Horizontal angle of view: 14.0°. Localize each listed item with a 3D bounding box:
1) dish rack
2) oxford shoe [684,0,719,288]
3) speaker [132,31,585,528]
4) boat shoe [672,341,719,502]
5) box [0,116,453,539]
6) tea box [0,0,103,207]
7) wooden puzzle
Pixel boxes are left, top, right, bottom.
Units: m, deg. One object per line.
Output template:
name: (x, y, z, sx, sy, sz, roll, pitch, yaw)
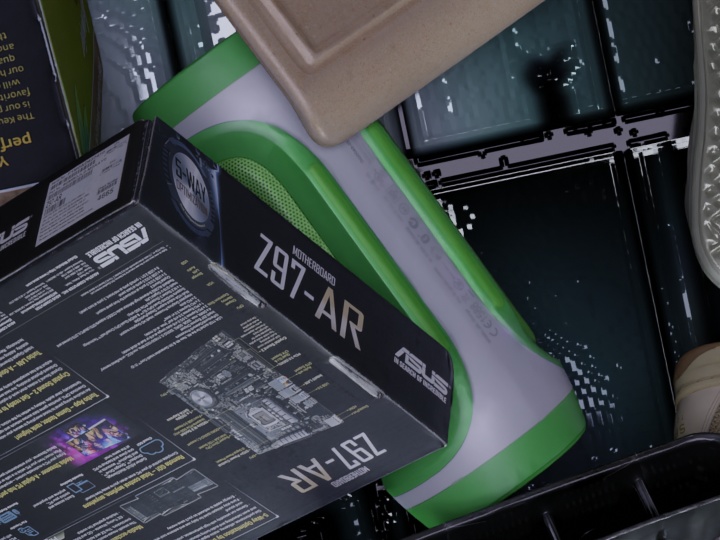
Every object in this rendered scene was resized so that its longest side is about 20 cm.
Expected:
dish rack: (0.101, 0.170, 1.042, 0.153, 0.055, 0.200, -20, 57, -4)
oxford shoe: (0.162, -0.082, 1.130, 0.075, 0.058, 0.200, 8, 78, 7)
speaker: (0.000, 0.000, 1.120, 0.088, 0.088, 0.200, -36, 91, 3)
boat shoe: (0.216, 0.059, 1.101, 0.200, 0.071, 0.065, -8, 60, 24)
box: (-0.092, 0.044, 1.064, 0.200, 0.044, 0.160, -29, 127, 34)
tea box: (-0.211, -0.108, 1.062, 0.200, 0.134, 0.197, -10, 120, 2)
wooden puzzle: (-0.008, -0.170, 1.107, 0.185, 0.037, 0.200, -36, 94, -28)
